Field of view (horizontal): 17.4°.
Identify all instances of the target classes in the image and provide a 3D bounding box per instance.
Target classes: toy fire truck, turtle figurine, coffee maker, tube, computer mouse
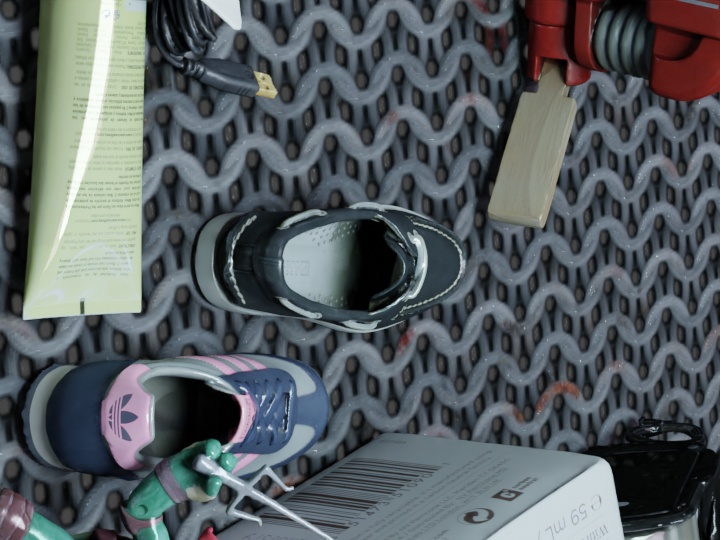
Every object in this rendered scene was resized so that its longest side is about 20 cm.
[{"bbox_3d":[0.151,-0.127,1.370,0.129,0.176,0.200,-23,123,-46],"label":"toy fire truck"},{"bbox_3d":[-0.118,0.153,1.088,0.200,0.101,0.150,15,63,-18],"label":"turtle figurine"},{"bbox_3d":[0.183,0.215,1.436,0.192,0.135,0.200,-23,109,-47],"label":"coffee maker"},{"bbox_3d":[-0.132,-0.077,1.136,0.058,0.052,0.200,1,95,-7],"label":"tube"},{"bbox_3d":[-0.030,-0.159,1.244,0.200,0.046,0.141,5,86,-49],"label":"computer mouse"}]

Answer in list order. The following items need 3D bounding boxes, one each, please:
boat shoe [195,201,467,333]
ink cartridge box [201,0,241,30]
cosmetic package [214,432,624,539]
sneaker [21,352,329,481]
[{"bbox_3d":[0.000,0.000,1.274,0.200,0.060,0.076,-6,96,-48],"label":"boat shoe"},{"bbox_3d":[-0.068,-0.227,1.125,0.116,0.067,0.200,39,38,-43],"label":"ink cartridge box"},{"bbox_3d":[0.040,0.213,1.248,0.165,0.165,0.200,-29,113,-43],"label":"cosmetic package"},{"bbox_3d":[-0.070,0.076,1.180,0.200,0.082,0.070,-3,91,-49],"label":"sneaker"}]
